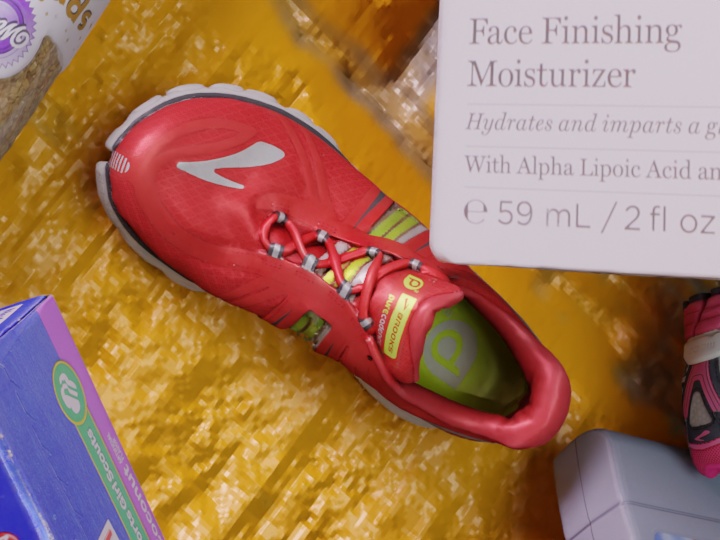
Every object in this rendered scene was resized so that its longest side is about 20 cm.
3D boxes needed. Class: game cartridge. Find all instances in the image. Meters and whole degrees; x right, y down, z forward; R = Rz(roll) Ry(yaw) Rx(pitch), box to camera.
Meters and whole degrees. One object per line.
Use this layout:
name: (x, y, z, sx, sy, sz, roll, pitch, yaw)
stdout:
game cartridge: (0.145, 0.152, 0.835, 0.133, 0.042, 0.200, 20, 40, -46)

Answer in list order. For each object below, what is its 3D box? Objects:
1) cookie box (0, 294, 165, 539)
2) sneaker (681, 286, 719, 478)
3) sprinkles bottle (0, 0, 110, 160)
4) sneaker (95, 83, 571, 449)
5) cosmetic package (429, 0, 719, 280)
cookie box: (-0.154, 0.119, 0.666, 0.200, 0.075, 0.171, -18, 105, 17)
sneaker: (0.205, 0.071, 0.908, 0.200, 0.081, 0.075, 20, 65, -28)
sprinkles bottle: (-0.128, -0.080, 0.735, 0.068, 0.068, 0.200, 37, 75, -25)
sneaker: (0.000, 0.000, 0.793, 0.200, 0.085, 0.077, 32, 88, -26)
cosmetic package: (0.136, -0.098, 0.791, 0.165, 0.165, 0.200, -2, 94, -58)
